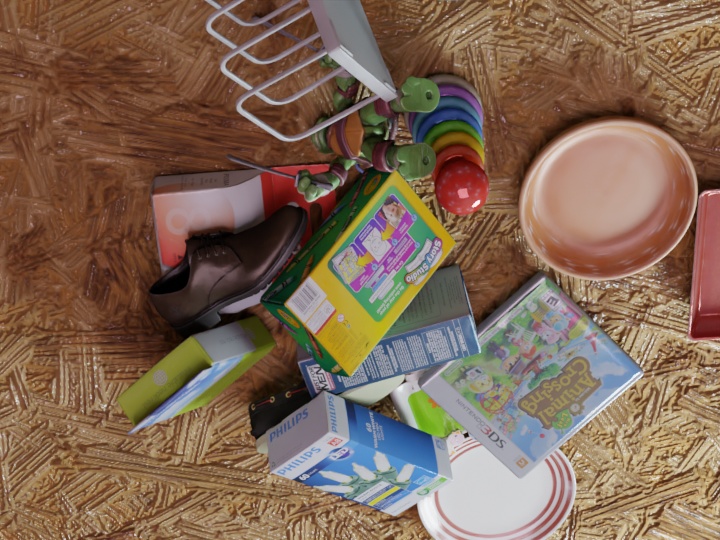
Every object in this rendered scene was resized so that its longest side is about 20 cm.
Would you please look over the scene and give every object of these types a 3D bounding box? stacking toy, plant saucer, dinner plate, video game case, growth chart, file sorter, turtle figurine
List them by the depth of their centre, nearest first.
[{"bbox_3d":[-0.074,-0.242,1.489,0.124,0.201,0.139,-27,158,17],"label":"file sorter"},{"bbox_3d":[-0.024,-0.146,1.571,0.200,0.193,0.144,43,66,-33],"label":"turtle figurine"},{"bbox_3d":[0.094,-0.123,1.592,0.085,0.200,0.086,-2,121,-3],"label":"stacking toy"},{"bbox_3d":[0.271,-0.083,1.726,0.199,0.038,0.201,-2,120,-3],"label":"plant saucer"},{"bbox_3d":[0.473,-0.018,1.781,0.198,0.037,0.201,-4,122,-2],"label":"plant saucer"},{"bbox_3d":[0.199,0.125,1.826,0.200,0.022,0.182,-43,109,14],"label":"video game case"},{"bbox_3d":[0.131,0.139,1.850,0.199,0.018,0.145,-28,111,8],"label":"growth chart"},{"bbox_3d":[0.168,0.274,1.942,0.199,0.024,0.201,-2,122,-3],"label":"dinner plate"}]

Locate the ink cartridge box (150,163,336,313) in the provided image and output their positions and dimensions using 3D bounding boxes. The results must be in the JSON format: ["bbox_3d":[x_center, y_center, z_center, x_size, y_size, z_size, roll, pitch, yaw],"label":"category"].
[{"bbox_3d":[-0.123,-0.031,1.722,0.199,0.050,0.163,-3,122,1],"label":"ink cartridge box"}]

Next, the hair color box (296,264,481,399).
[{"bbox_3d":[0.029,0.069,1.762,0.199,0.100,0.061,-15,125,5],"label":"hair color box"}]

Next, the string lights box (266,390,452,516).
[{"bbox_3d":[0.000,0.213,1.800,0.199,0.059,0.103,25,132,-37],"label":"string lights box"}]

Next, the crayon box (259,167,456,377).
[{"bbox_3d":[0.000,0.000,1.682,0.200,0.058,0.119,-51,118,-18],"label":"crayon box"}]

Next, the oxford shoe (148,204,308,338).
[{"bbox_3d":[-0.143,-0.011,1.669,0.200,0.073,0.084,-37,120,11],"label":"oxford shoe"}]

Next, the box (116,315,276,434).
[{"bbox_3d":[-0.183,0.114,1.723,0.122,0.200,0.048,-40,81,18],"label":"box"}]

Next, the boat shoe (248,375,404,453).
[{"bbox_3d":[-0.044,0.145,1.812,0.201,0.063,0.074,-27,155,19],"label":"boat shoe"}]
